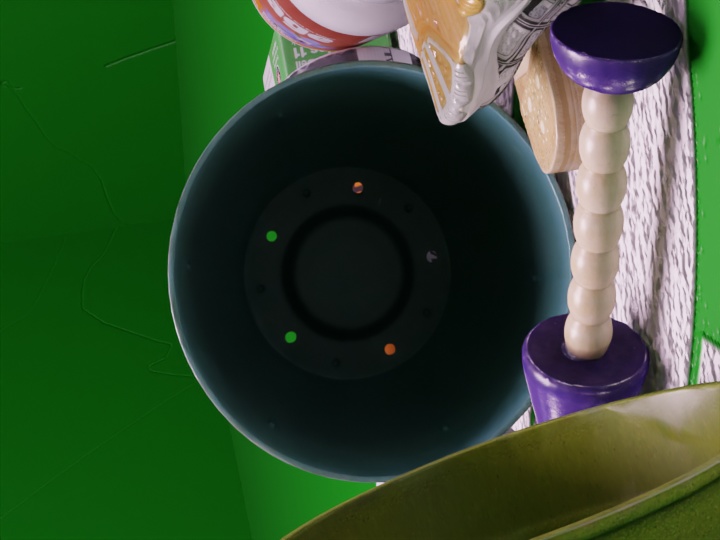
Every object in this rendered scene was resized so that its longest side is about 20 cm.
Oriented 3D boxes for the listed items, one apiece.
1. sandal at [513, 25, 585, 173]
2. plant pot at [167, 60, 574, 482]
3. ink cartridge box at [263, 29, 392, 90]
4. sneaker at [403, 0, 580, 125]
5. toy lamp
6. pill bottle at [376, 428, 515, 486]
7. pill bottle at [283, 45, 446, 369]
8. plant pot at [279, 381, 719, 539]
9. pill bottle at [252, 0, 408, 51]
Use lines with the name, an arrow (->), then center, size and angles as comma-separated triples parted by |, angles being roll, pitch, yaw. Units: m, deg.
sandal -> 0.053, -0.138, 0.804 | 0.078, 0.069, 0.213 | 98, 162, -58
plant pot -> 0.000, 0.000, 0.879 | 0.161, 0.198, 0.203 | -177, 79, -85
ink cartridge box -> -0.012, -0.069, 1.214 | 0.147, 0.082, 0.202 | 128, 132, -78
sneaker -> 0.069, -0.119, 0.681 | 0.200, 0.087, 0.076 | 113, 139, -76
toy lamp -> 0.098, -0.009, 0.691 | 0.058, 0.058, 0.202 | -111, 19, -54
pill bottle -> 0.054, 0.188, 0.938 | 0.113, 0.111, 0.202 | -115, 20, -60
pill bottle -> 0.013, -0.028, 1.031 | 0.106, 0.105, 0.202 | 104, 156, -66
plant pot -> 0.083, 0.164, 0.583 | 0.200, 0.199, 0.195 | 177, 74, -81
pill bottle -> -0.005, -0.191, 0.979 | 0.200, 0.111, 0.114 | -164, 66, -80
